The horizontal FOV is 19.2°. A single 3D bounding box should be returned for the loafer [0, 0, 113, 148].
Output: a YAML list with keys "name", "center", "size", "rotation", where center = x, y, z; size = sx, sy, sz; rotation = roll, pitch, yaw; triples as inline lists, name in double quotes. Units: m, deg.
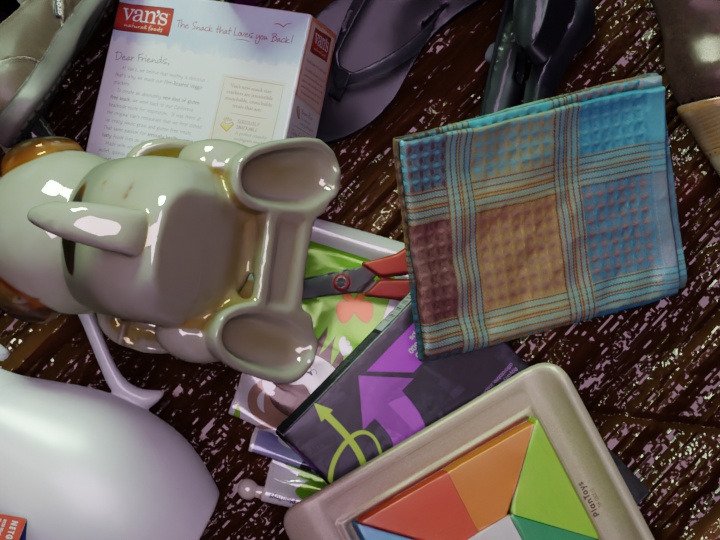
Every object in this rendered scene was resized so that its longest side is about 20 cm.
- name: "loafer"
  center: [-0.197, -0.165, 1.321]
  size: [0.071, 0.073, 0.200]
  rotation: [32, 45, -9]

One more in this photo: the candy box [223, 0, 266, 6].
- name: "candy box"
  center: [-0.007, -0.239, 1.342]
  size: [0.200, 0.136, 0.061]
  rotation: [-24, 86, -2]

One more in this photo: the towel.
- name: "towel"
  center: [0.116, -0.033, 1.324]
  size: [0.200, 0.022, 0.147]
  rotation: [-15, 105, -27]

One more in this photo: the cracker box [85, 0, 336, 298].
- name: "cracker box"
  center: [-0.103, -0.070, 1.352]
  size: [0.134, 0.058, 0.201]
  rotation: [11, 86, 19]

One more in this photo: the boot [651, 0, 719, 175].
- name: "boot"
  center: [0.289, -0.162, 1.359]
  size: [0.200, 0.072, 0.167]
  rotation: [-20, 87, 2]

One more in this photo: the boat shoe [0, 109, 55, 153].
- name: "boat shoe"
  center: [-0.229, -0.137, 1.364]
  size: [0.068, 0.072, 0.200]
  rotation: [-28, 76, -12]

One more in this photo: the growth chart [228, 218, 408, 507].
- name: "growth chart"
  center: [-0.016, 0.065, 1.378]
  size: [0.144, 0.018, 0.201]
  rotation: [7, 84, 0]

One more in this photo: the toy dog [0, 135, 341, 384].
- name: "toy dog"
  center: [-0.139, -0.011, 1.234]
  size: [0.194, 0.200, 0.140]
  rotation: [-5, 99, -43]

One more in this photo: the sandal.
- name: "sandal"
  center: [0.021, -0.165, 1.382]
  size: [0.076, 0.043, 0.200]
  rotation: [44, 87, 3]

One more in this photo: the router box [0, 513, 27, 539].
- name: "router box"
  center: [-0.299, 0.225, 1.297]
  size: [0.179, 0.049, 0.200]
  rotation: [9, 124, 2]

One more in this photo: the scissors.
- name: "scissors"
  center: [0.000, 0.000, 1.371]
  size: [0.199, 0.014, 0.073]
  rotation: [5, 88, 2]

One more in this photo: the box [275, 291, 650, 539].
- name: "box"
  center: [0.066, 0.121, 1.345]
  size: [0.200, 0.036, 0.143]
  rotation: [45, 84, -9]

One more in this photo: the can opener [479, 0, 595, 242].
- name: "can opener"
  center: [0.101, -0.110, 1.357]
  size: [0.063, 0.079, 0.201]
  rotation: [11, 88, 39]

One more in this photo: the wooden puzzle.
- name: "wooden puzzle"
  center: [0.079, 0.182, 1.312]
  size: [0.200, 0.037, 0.185]
  rotation: [-29, 96, -6]

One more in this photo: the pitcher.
- name: "pitcher"
  center: [-0.179, 0.100, 1.318]
  size: [0.200, 0.121, 0.172]
  rotation: [32, 86, -6]
